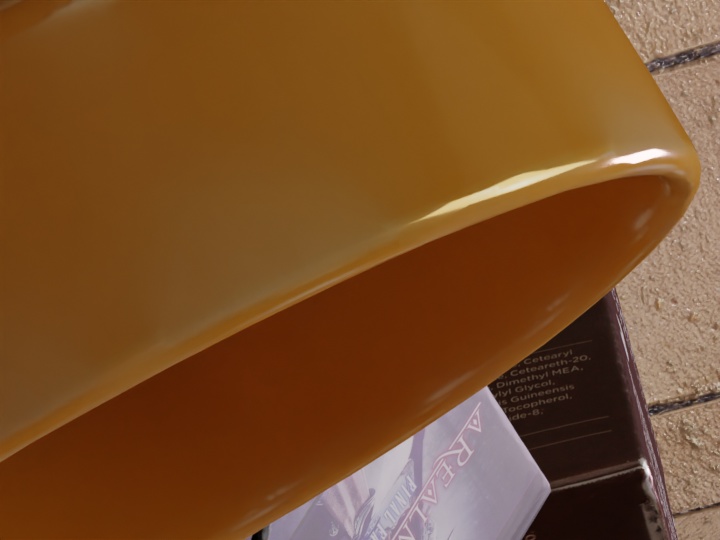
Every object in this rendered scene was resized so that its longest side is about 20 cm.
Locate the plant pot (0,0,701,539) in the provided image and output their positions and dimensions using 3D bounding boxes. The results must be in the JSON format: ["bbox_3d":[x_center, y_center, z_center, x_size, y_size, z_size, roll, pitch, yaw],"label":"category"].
[{"bbox_3d":[-0.074,-0.042,0.493,0.184,0.200,0.200,60,4,11],"label":"plant pot"}]

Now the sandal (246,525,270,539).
[{"bbox_3d":[-0.056,0.077,0.762,0.043,0.076,0.201,61,32,-54],"label":"sandal"}]

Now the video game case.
[{"bbox_3d":[-0.014,0.071,0.898,0.143,0.019,0.200,-56,140,-20],"label":"video game case"}]

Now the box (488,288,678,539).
[{"bbox_3d":[0.051,0.109,1.263,0.200,0.164,0.166,-95,168,-58],"label":"box"}]
